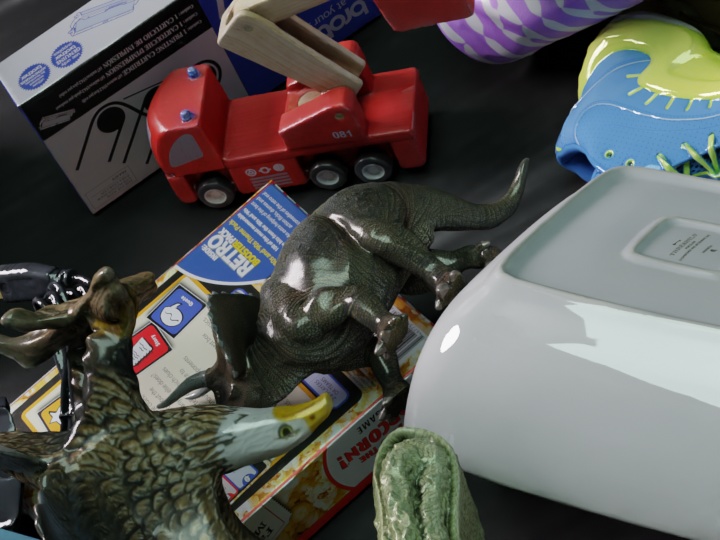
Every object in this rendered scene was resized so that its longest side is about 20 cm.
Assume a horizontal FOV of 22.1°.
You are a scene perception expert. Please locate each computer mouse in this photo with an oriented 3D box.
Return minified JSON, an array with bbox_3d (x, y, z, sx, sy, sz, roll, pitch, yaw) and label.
[{"bbox_3d":[-0.191,0.070,0.863,0.199,0.046,0.142,-11,77,41],"label":"computer mouse"}]

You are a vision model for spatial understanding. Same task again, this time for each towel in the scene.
[{"bbox_3d":[0.044,0.173,0.691,0.036,0.149,0.201,-15,47,9],"label":"towel"}]

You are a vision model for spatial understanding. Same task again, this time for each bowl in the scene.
[{"bbox_3d":[0.136,0.021,0.759,0.199,0.075,0.200,14,30,29],"label":"bowl"}]

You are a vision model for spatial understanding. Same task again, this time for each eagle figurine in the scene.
[{"bbox_3d":[-0.069,0.097,0.724,0.150,0.201,0.151,-22,-1,42],"label":"eagle figurine"}]

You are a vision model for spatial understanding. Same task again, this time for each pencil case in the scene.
[{"bbox_3d":[0.110,-0.165,0.903,0.200,0.085,0.084,-24,30,55],"label":"pencil case"}]

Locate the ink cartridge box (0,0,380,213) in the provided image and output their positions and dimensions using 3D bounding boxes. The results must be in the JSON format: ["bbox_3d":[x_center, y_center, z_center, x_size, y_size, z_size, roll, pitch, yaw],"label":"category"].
[{"bbox_3d":[-0.092,-0.126,1.008,0.199,0.094,0.044,-36,49,-6],"label":"ink cartridge box"}]

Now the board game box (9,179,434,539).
[{"bbox_3d":[-0.068,0.068,0.881,0.200,0.046,0.151,-40,50,-10],"label":"board game box"}]

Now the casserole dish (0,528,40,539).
[{"bbox_3d":[-0.172,0.164,0.819,0.199,0.122,0.039,10,20,30],"label":"casserole dish"}]

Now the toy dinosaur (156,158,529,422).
[{"bbox_3d":[0.000,0.000,0.826,0.102,0.077,0.200,30,72,28],"label":"toy dinosaur"}]

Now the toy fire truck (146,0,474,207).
[{"bbox_3d":[-0.027,-0.103,0.932,0.198,0.141,0.049,-8,52,17],"label":"toy fire truck"}]

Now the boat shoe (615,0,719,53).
[{"bbox_3d":[0.195,-0.142,0.917,0.199,0.067,0.074,27,69,38],"label":"boat shoe"}]

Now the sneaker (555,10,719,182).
[{"bbox_3d":[0.172,-0.052,0.862,0.199,0.076,0.105,24,76,48],"label":"sneaker"}]
